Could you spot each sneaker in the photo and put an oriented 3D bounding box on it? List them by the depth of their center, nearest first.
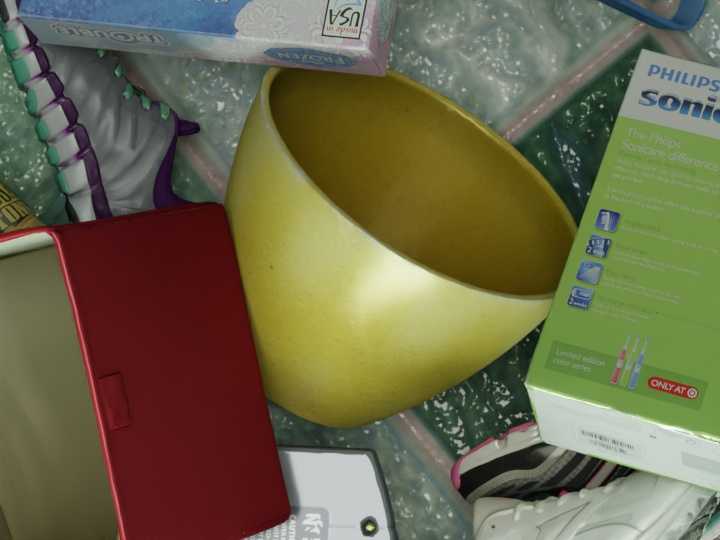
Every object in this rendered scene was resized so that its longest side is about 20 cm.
[{"bbox_3d":[0.107,0.144,1.580,0.200,0.078,0.099,-44,72,3],"label":"sneaker"},{"bbox_3d":[0.151,0.120,1.640,0.199,0.074,0.088,-7,82,-1],"label":"sneaker"},{"bbox_3d":[-0.143,-0.096,1.677,0.087,0.074,0.201,-21,98,-7],"label":"sneaker"}]

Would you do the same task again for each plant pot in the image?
[{"bbox_3d":[0.000,0.000,1.612,0.200,0.200,0.142,36,117,4],"label":"plant pot"}]

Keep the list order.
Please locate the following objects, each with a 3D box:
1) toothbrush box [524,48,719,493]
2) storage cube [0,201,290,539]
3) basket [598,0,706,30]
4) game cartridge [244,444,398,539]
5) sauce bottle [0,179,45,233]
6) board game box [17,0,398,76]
[{"bbox_3d":[0.186,0.005,1.538,0.145,0.086,0.201,14,71,16],"label":"toothbrush box"},{"bbox_3d":[-0.161,0.068,1.515,0.170,0.180,0.201,-13,90,25],"label":"storage cube"},{"bbox_3d":[0.132,-0.229,1.605,0.139,0.200,0.177,7,89,41],"label":"basket"},{"bbox_3d":[-0.043,0.194,1.605,0.132,0.041,0.201,3,87,8],"label":"game cartridge"},{"bbox_3d":[-0.231,-0.037,1.663,0.200,0.066,0.066,44,92,6],"label":"sauce bottle"},{"bbox_3d":[-0.066,-0.212,1.598,0.199,0.043,0.200,6,75,16],"label":"board game box"}]
